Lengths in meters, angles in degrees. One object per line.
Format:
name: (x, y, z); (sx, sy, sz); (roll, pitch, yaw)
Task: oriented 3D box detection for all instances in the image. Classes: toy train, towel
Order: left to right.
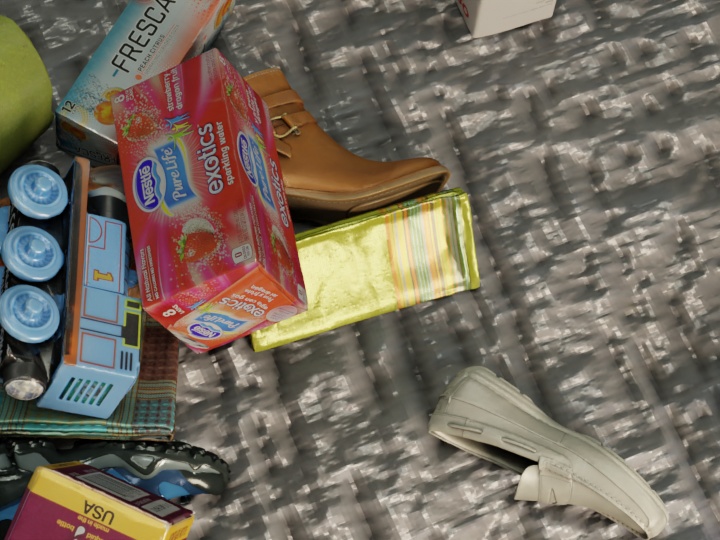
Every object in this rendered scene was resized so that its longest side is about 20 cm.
towel: (-0.238, 0.072, 1.346); (0.198, 0.022, 0.147); (2, 40, -5)
toy train: (-0.218, 0.010, 1.301); (0.113, 0.087, 0.201); (14, 53, -23)
towel: (0.000, 0.000, 1.414); (0.198, 0.018, 0.087); (-17, 108, -14)

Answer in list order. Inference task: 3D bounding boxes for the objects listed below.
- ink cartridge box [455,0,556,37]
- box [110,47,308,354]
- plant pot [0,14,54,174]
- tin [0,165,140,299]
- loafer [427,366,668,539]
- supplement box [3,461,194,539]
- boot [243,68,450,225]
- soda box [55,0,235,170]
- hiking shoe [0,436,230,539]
ink cartridge box: (0.115, -0.314, 1.497); (0.084, 0.200, 0.147); (-18, 68, -11)
box: (-0.117, -0.053, 1.346); (0.099, 0.095, 0.201); (-22, 58, 15)
plant pot: (-0.345, -0.115, 1.374); (0.200, 0.201, 0.190); (43, 55, 13)
tin: (-0.226, -0.014, 1.386); (0.199, 0.042, 0.112); (-21, 62, -31)
loafer: (0.144, 0.153, 1.363); (0.199, 0.070, 0.070); (32, 71, 16)
supplement box: (-0.204, 0.242, 1.209); (0.103, 0.131, 0.201); (23, 88, 3)
boot: (-0.038, -0.101, 1.453); (0.198, 0.074, 0.156); (-16, 64, -16)
soda box: (-0.177, -0.177, 1.473); (0.068, 0.064, 0.201); (28, 65, 4)
hiking shoe: (-0.197, 0.169, 1.322); (0.198, 0.074, 0.088); (1, 93, -11)
